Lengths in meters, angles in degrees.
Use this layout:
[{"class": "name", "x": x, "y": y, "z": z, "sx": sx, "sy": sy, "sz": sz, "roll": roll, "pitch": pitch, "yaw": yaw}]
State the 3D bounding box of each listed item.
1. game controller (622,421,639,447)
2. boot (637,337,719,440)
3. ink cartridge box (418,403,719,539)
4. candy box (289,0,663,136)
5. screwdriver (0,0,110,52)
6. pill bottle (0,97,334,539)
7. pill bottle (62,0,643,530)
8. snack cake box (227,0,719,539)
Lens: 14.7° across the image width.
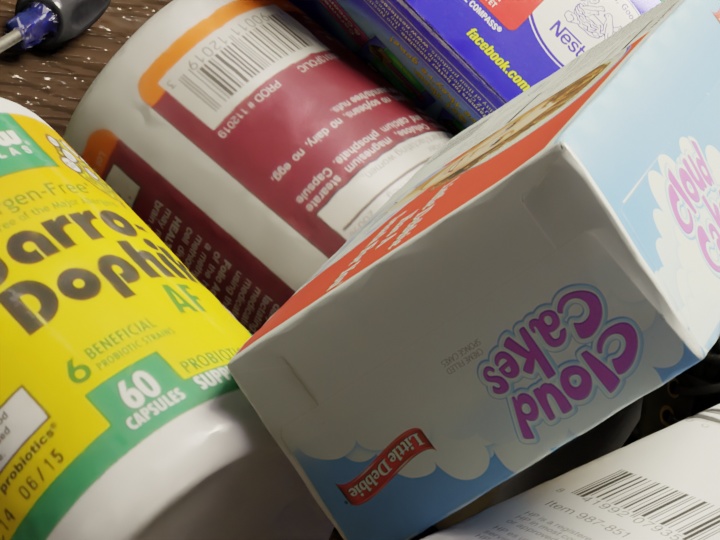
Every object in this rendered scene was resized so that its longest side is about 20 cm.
[{"class": "game controller", "x": 0.173, "y": 0.090, "z": 1.016, "sx": 0.199, "sy": 0.042, "sz": 0.104, "roll": 22, "pitch": 14, "yaw": 21}, {"class": "boot", "x": 0.103, "y": 0.075, "z": 0.864, "sx": 0.077, "sy": 0.139, "sz": 0.201, "roll": 2, "pitch": 39, "yaw": 7}, {"class": "ink cartridge box", "x": 0.129, "y": 0.100, "z": 0.736, "sx": 0.199, "sy": 0.084, "sz": 0.145, "roll": -20, "pitch": 29, "yaw": -40}, {"class": "candy box", "x": 0.041, "y": -0.073, "z": 1.029, "sx": 0.169, "sy": 0.077, "sz": 0.200, "roll": 45, "pitch": -16, "yaw": 0}, {"class": "screwdriver", "x": -0.141, "y": -0.087, "z": 1.069, "sx": 0.029, "sy": 0.028, "sz": 0.200, "roll": 5, "pitch": 19, "yaw": 18}, {"class": "pill bottle", "x": -0.105, "y": 0.021, "z": 0.796, "sx": 0.200, "sy": 0.113, "sz": 0.112, "roll": 45, "pitch": 27, "yaw": 28}, {"class": "pill bottle", "x": 0.000, "y": 0.000, "z": 0.958, "sx": 0.200, "sy": 0.114, "sz": 0.114, "roll": 41, "pitch": 26, "yaw": 20}, {"class": "snack cake box", "x": 0.056, "y": -0.009, "z": 0.779, "sx": 0.067, "sy": 0.115, "sz": 0.200, "roll": 55, "pitch": 27, "yaw": -6}]
